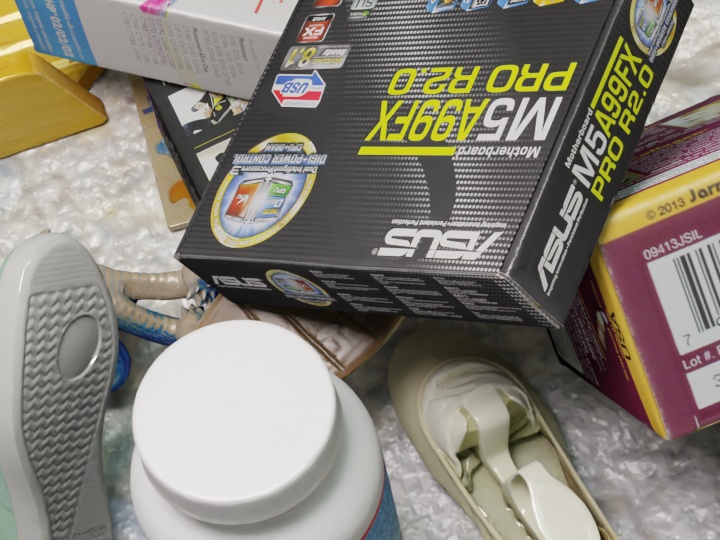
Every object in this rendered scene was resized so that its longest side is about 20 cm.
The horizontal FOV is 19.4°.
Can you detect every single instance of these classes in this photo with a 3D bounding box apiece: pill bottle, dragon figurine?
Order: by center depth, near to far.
[{"bbox_3d":[-0.039,0.104,0.919,0.109,0.200,0.109,-3,60,5],"label":"pill bottle"},{"bbox_3d":[-0.147,0.029,1.052,0.200,0.099,0.059,-23,53,39],"label":"dragon figurine"}]

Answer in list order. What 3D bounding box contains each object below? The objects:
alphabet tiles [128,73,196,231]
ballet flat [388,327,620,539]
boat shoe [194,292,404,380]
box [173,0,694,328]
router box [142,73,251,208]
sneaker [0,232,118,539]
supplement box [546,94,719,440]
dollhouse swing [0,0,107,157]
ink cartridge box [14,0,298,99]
[{"bbox_3d":[-0.039,-0.098,1.149,0.166,0.006,0.200,-16,59,-2],"label":"alphabet tiles"},{"bbox_3d":[0.073,0.093,0.989,0.069,0.069,0.200,-28,60,-9],"label":"ballet flat"},{"bbox_3d":[0.000,0.000,0.999,0.200,0.065,0.071,-42,84,-4],"label":"boat shoe"},{"bbox_3d":[0.028,-0.059,0.903,0.200,0.044,0.160,4,62,46],"label":"box"},{"bbox_3d":[0.005,-0.076,1.096,0.200,0.051,0.149,-23,58,-6],"label":"router box"},{"bbox_3d":[-0.177,0.057,0.974,0.118,0.201,0.074,25,39,27],"label":"sneaker"},{"bbox_3d":[0.152,-0.008,0.951,0.131,0.200,0.103,-22,100,-4],"label":"supplement box"},{"bbox_3d":[-0.254,-0.179,1.127,0.182,0.176,0.200,-19,58,-3],"label":"dollhouse swing"},{"bbox_3d":[-0.065,-0.154,1.084,0.200,0.068,0.115,14,61,16],"label":"ink cartridge box"}]
